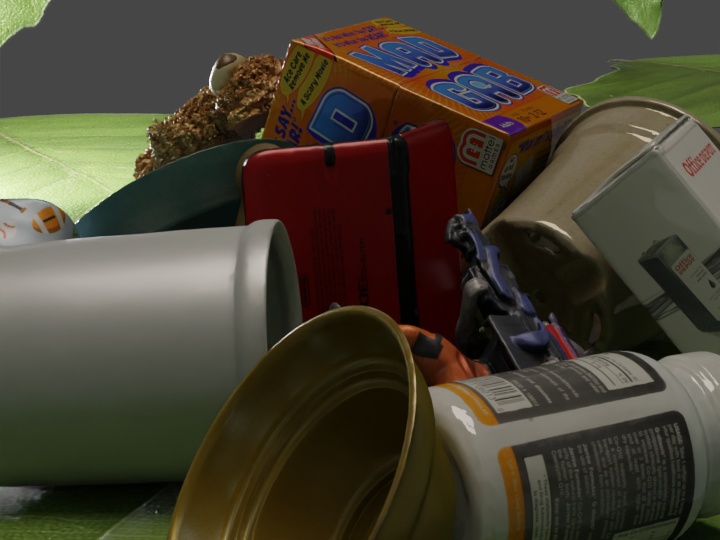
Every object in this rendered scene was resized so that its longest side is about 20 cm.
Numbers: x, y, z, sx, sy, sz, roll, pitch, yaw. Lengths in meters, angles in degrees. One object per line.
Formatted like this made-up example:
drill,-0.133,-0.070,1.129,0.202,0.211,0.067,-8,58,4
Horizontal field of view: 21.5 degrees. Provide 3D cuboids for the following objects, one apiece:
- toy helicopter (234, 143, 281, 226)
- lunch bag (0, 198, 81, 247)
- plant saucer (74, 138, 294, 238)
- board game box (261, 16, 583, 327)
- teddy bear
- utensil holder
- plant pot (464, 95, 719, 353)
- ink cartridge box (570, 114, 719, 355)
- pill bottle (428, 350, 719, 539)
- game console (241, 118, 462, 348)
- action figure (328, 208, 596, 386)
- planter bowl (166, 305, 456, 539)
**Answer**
toy helicopter,-0.092,0.006,1.373,0.131,0.202,0.079,8,8,-28
lunch bag,-0.259,0.023,1.388,0.159,0.200,0.076,2,57,13
plant saucer,-0.130,-0.034,1.439,0.199,0.036,0.200,-24,-15,-7
board game box,0.039,-0.075,1.584,0.199,0.201,0.200,25,21,17
teddy bear,-0.128,-0.132,1.628,0.144,0.067,0.200,-23,-5,-20
utensil holder,-0.144,0.059,1.236,0.198,0.171,0.170,-5,12,6
plant pot,0.183,-0.011,1.476,0.199,0.202,0.183,7,27,39
ink cartridge box,0.250,0.000,1.320,0.085,0.200,0.146,-38,-2,23
pill bottle,0.121,0.107,1.061,0.199,0.117,0.116,-8,13,-28
game console,0.000,0.000,1.383,0.171,0.202,0.119,-6,10,-8
action figure,0.068,0.059,1.300,0.192,0.105,0.201,-1,48,-23
planter bowl,-0.011,0.126,0.975,0.083,0.201,0.200,31,-6,-29
